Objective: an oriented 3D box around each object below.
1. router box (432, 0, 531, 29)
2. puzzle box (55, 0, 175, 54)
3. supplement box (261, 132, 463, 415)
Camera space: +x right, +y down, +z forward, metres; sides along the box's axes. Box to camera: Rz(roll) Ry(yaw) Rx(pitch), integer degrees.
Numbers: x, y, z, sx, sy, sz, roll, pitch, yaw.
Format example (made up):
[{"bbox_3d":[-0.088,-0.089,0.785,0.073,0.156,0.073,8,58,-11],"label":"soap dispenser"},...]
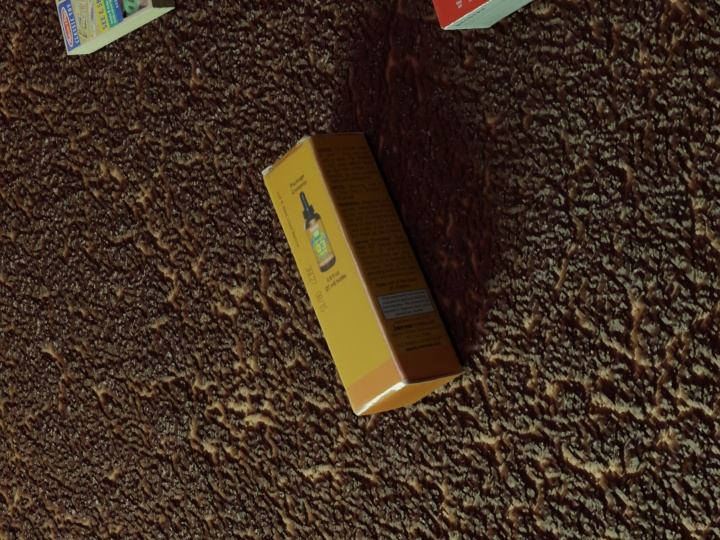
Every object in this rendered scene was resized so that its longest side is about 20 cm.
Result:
[{"bbox_3d":[0.106,-0.279,1.329,0.200,0.049,0.180,-28,76,47],"label":"router box"},{"bbox_3d":[-0.224,-0.295,1.706,0.133,0.025,0.201,-19,83,48],"label":"puzzle box"},{"bbox_3d":[0.000,0.000,1.483,0.067,0.069,0.200,-35,73,44],"label":"supplement box"}]
